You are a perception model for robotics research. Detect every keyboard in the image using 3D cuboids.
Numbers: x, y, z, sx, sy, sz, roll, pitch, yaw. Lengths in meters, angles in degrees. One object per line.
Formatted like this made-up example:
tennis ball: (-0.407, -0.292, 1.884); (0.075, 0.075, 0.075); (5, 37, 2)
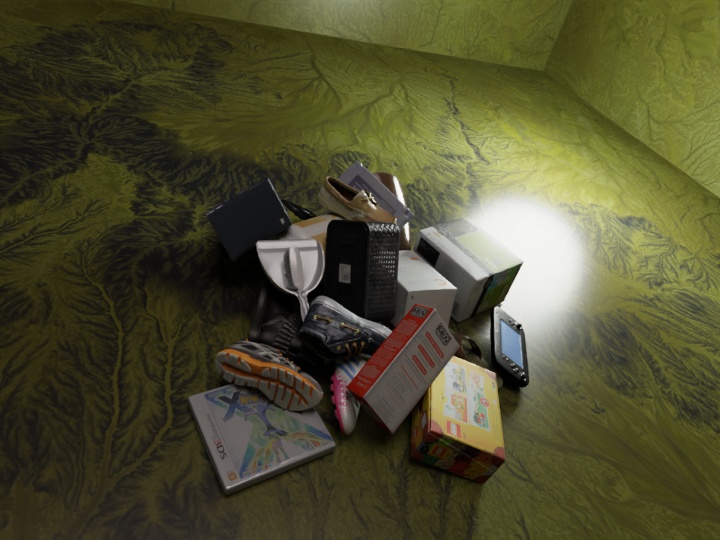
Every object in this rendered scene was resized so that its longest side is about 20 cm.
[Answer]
keyboard: (-0.132, -0.123, 1.364); (0.103, 0.040, 0.200); (35, 7, 11)

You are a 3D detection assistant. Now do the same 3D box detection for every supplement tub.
supplement tub: (-0.106, -0.041, 1.233); (0.198, 0.147, 0.144); (-22, 51, -41)

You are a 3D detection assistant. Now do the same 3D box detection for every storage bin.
storage bin: (0.000, 0.000, 1.145); (0.092, 0.206, 0.133); (0, 6, -43)

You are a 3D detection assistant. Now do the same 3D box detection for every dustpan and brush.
dustpan and brush: (-0.122, 0.024, 1.072); (0.136, 0.057, 0.205); (-4, 72, -25)

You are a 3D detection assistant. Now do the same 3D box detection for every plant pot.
plant pot: (0.050, -0.103, 1.377); (0.183, 0.188, 0.203); (-3, 54, -25)

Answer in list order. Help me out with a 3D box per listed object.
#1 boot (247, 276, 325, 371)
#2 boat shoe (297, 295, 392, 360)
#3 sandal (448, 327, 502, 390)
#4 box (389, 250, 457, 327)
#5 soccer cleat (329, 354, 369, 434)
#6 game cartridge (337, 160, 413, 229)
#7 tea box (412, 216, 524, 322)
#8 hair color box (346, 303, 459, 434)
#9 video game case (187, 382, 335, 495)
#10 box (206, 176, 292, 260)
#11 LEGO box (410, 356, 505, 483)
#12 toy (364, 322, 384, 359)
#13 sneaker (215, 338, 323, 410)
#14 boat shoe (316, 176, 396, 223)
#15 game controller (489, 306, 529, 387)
boot: (-0.128, 0.099, 1.095); (0.154, 0.080, 0.214); (9, 47, 0)
boat shoe: (-0.017, 0.133, 1.003); (0.197, 0.071, 0.092); (28, 49, 0)
sandal: (0.225, 0.172, 1.172); (0.200, 0.058, 0.079); (39, 41, 27)
box: (0.103, 0.041, 1.221); (0.121, 0.100, 0.200); (-2, 26, -25)
soccer cleat: (-0.012, 0.202, 1.008); (0.084, 0.071, 0.202); (-10, 38, 2)
game cartridge: (0.013, -0.148, 1.299); (0.133, 0.041, 0.200); (-43, 71, -4)
tea box: (0.252, -0.009, 1.353); (0.194, 0.136, 0.200); (-17, 48, -37)
hair color box: (0.078, 0.169, 0.970); (0.200, 0.102, 0.061); (-47, 27, -19)
video game case: (-0.166, 0.257, 0.926); (0.196, 0.022, 0.183); (-11, 45, -34)
box: (-0.238, -0.119, 1.200); (0.146, 0.109, 0.200); (-30, 15, -4)
LEGO box: (0.173, 0.257, 1.006); (0.146, 0.078, 0.202); (22, 36, -8)
toy: (0.036, 0.151, 1.128); (0.113, 0.048, 0.201); (-4, 42, -30)
sneaker: (-0.151, 0.173, 0.962); (0.196, 0.080, 0.077); (24, 27, 8)
boat shoe: (-0.006, -0.147, 1.231); (0.196, 0.067, 0.074); (24, 36, 9)
game controller: (0.327, 0.164, 1.219); (0.104, 0.042, 0.202); (44, 31, -18)
